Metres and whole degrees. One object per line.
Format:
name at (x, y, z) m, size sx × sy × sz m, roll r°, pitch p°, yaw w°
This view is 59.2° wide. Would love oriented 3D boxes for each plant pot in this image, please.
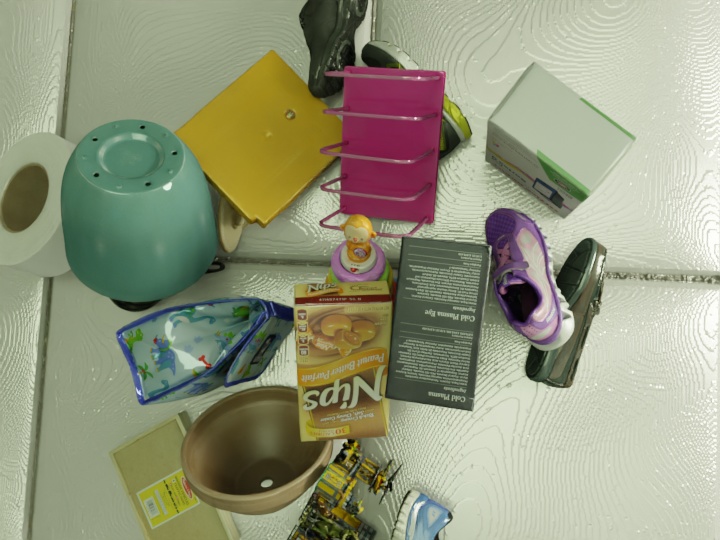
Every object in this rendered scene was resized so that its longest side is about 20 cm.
plant pot at (-0.131, 0.255, 0.846) m, size 0.198 × 0.202 × 0.094 m, roll -1°, pitch 120°, yaw 9°
plant pot at (-0.283, -0.088, 0.803) m, size 0.197 × 0.162 × 0.203 m, roll 6°, pitch 53°, yaw -8°

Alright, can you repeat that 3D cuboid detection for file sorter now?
file sorter at (0.024, -0.155, 0.820) m, size 0.137 × 0.125 × 0.203 m, roll 8°, pitch 109°, yaw 16°

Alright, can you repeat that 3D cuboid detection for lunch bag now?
lunch bag at (-0.188, 0.094, 0.852) m, size 0.198 × 0.170 × 0.129 m, roll -26°, pitch 82°, yaw 5°

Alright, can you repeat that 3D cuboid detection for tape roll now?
tape roll at (-0.467, -0.096, 0.932) m, size 0.200 × 0.071 × 0.206 m, roll -7°, pitch 73°, yaw 25°

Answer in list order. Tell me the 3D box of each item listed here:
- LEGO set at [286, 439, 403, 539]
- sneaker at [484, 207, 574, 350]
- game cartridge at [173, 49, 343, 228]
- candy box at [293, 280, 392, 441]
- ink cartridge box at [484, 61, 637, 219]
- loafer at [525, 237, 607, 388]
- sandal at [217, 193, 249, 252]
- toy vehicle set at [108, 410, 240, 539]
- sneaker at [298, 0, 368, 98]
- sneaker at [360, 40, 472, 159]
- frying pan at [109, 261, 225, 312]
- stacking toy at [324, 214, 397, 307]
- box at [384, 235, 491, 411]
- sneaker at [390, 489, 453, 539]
LEGO set at (-0.018, 0.333, 0.819) m, size 0.115 × 0.154 × 0.202 m, roll 30°, pitch 94°, yaw 10°
sneaker at (0.202, 0.002, 0.812) m, size 0.080 × 0.088 × 0.202 m, roll -36°, pitch 56°, yaw 37°
game cartridge at (-0.133, -0.183, 0.888) m, size 0.176 × 0.032 × 0.200 m, roll 45°, pitch 74°, yaw -2°
candy box at (-0.022, 0.114, 0.781) m, size 0.114 × 0.055 × 0.203 m, roll -2°, pitch 117°, yaw -4°
ink cartridge box at (0.236, -0.150, 0.787) m, size 0.145 × 0.200 × 0.088 m, roll 40°, pitch 96°, yaw 9°
loafer at (0.283, 0.059, 0.839) m, size 0.062 × 0.072 × 0.202 m, roll 21°, pitch 96°, yaw -10°
sandal at (-0.148, -0.129, 0.910) m, size 0.069 × 0.078 × 0.215 m, roll 7°, pitch 82°, yaw 15°
toy vehicle set at (-0.271, 0.325, 0.921) m, size 0.123 × 0.027 × 0.202 m, roll -27°, pitch 82°, yaw 6°
sneaker at (-0.050, -0.340, 0.915) m, size 0.089 × 0.076 × 0.203 m, roll 9°, pitch 73°, yaw 18°
sneaker at (0.063, -0.236, 0.884) m, size 0.085 × 0.074 × 0.200 m, roll -45°, pitch 80°, yaw 4°
frying pan at (-0.299, -0.012, 0.947) m, size 0.188 × 0.031 × 0.116 m, roll -26°, pitch 80°, yaw 6°
stacking toy at (0.000, 0.000, 0.803) m, size 0.114 × 0.201 × 0.111 m, roll 15°, pitch 57°, yaw 10°
box at (0.098, 0.055, 0.785) m, size 0.102 × 0.200 × 0.185 m, roll 6°, pitch 92°, yaw 9°
sneaker at (0.072, 0.401, 0.834) m, size 0.088 × 0.079 × 0.203 m, roll 16°, pitch 88°, yaw 12°
